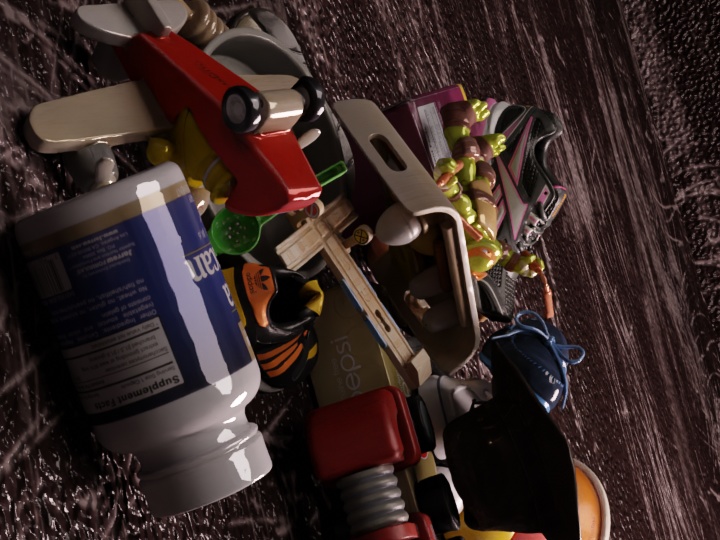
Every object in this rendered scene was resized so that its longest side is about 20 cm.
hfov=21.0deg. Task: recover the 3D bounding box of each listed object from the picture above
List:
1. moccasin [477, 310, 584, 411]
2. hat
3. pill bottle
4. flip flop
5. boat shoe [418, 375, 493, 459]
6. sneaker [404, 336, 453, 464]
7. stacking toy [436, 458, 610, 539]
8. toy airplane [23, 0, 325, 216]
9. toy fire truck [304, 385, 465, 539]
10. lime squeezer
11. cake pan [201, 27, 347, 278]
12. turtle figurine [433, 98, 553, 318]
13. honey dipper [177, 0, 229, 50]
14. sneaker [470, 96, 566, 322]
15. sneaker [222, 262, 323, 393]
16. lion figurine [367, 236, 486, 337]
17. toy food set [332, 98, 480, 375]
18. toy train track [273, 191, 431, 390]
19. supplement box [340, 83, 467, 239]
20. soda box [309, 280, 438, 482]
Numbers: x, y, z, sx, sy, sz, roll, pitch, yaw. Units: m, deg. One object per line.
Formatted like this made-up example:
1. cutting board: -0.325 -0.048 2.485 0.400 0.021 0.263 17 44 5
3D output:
1. moccasin: 0.142 0.068 1.665 0.080 0.068 0.200 43 2 -11
2. hat: 0.108 0.158 1.519 0.201 0.080 0.202 162 -90 -81
3. pill bottle: -0.127 0.044 1.200 0.201 0.110 0.111 69 18 -6
4. flip flop: -0.067 -0.120 1.620 0.081 0.057 0.201 -31 102 -32
5. boat shoe: 0.099 0.119 1.656 0.200 0.065 0.074 8 67 -75
6. sneaker: 0.061 0.124 1.744 0.200 0.060 0.105 24 46 -69
7. stacking toy: 0.118 0.215 1.759 0.199 0.146 0.147 28 43 -41
8. toy airplane: -0.124 -0.102 1.337 0.200 0.198 0.142 -91 -164 -61
9. toy fire truck: -0.005 0.181 1.439 0.200 0.128 0.177 34 39 -77
10. lime squeezer: -0.100 -0.022 1.385 0.199 0.070 0.038 -26 99 -32
11. cake pan: -0.082 -0.087 1.510 0.200 0.037 0.202 26 57 -50
12. turtle figurine: 0.100 -0.052 1.638 0.200 0.064 0.162 41 37 -42
13. honey dipper: -0.162 -0.230 1.500 0.200 0.038 0.038 49 28 -44
14. sneaker: 0.139 -0.053 1.727 0.080 0.086 0.202 -1 93 -72
15. sneaker: -0.058 0.039 1.437 0.200 0.089 0.070 27 46 -64
16. lion figurine: 0.046 0.009 1.791 0.122 0.073 0.200 28 10 -35
17. toy food set: 0.031 -0.026 1.570 0.144 0.060 0.201 55 -16 40
18. toy train track: 0.000 0.000 1.499 0.201 0.032 0.115 57 36 -7
19. supplement box: 0.030 -0.096 1.765 0.104 0.130 0.200 71 19 -3
20. soda box: 0.008 0.112 1.588 0.064 0.067 0.202 13 60 -70
